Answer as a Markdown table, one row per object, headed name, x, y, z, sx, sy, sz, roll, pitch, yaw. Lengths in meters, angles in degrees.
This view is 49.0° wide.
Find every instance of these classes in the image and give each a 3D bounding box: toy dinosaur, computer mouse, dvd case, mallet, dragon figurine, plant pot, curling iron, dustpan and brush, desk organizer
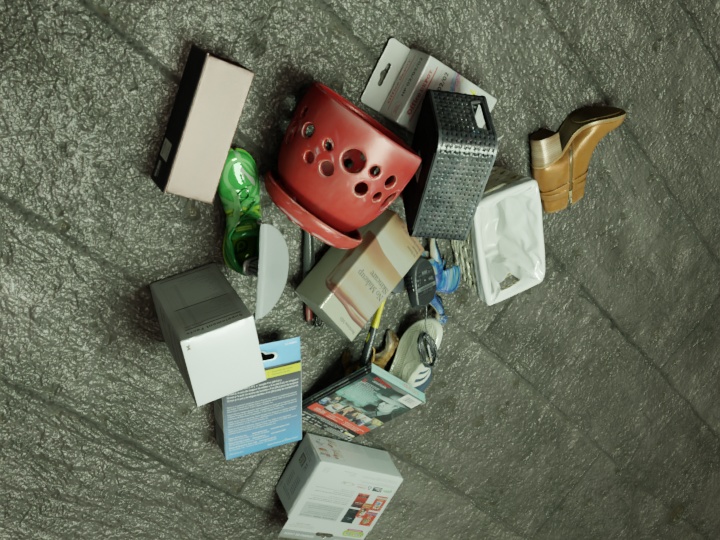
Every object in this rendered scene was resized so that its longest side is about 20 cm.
| name | x | y | z | sx | sy | sz | roll | pitch | yaw |
| --- | --- | --- | --- | --- | --- | --- | --- | --- | --- |
| toy dinosaur | 0.006 | 0.200 | 1.437 | 0.105 | 0.060 | 0.202 | 28 | 97 | -36 |
| computer mouse | 0.105 | 0.072 | 1.367 | 0.058 | 0.034 | 0.205 | -18 | 108 | -43 |
| dvd case | -0.003 | 0.239 | 1.407 | 0.199 | 0.022 | 0.145 | -32 | 131 | 33 |
| mallet | 0.031 | 0.092 | 1.365 | 0.041 | 0.065 | 0.204 | 16 | 84 | -34 |
| dragon figurine | 0.140 | 0.006 | 1.422 | 0.098 | 0.059 | 0.204 | 7 | 109 | -30 |
| plant pot | -0.036 | -0.151 | 1.178 | 0.199 | 0.201 | 0.184 | 29 | 105 | -34 |
| curling iron | -0.079 | 0.007 | 1.326 | 0.049 | 0.025 | 0.204 | -24 | 120 | -32 |
| dustpan and brush | -0.138 | -0.008 | 1.197 | 0.056 | 0.200 | 0.143 | 6 | 97 | 16 |
| desk organizer | -0.225 | -0.205 | 1.125 | 0.076 | 0.072 | 0.203 | 12 | 105 | -34 |

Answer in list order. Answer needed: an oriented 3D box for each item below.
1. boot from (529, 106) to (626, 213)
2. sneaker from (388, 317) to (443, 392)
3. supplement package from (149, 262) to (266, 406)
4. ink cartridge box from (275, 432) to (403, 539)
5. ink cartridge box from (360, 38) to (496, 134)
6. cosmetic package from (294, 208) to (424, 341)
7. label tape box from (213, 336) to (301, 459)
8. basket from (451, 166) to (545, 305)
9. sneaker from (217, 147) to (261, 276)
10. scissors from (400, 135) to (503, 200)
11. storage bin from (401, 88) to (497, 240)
| name | x | y | z | sx | sy | sz | roll | pitch | yaw |
| --- | --- | --- | --- | --- | --- | --- | --- | --- | --- |
| boot | 0.406 | -0.207 | 1.466 | 0.197 | 0.074 | 0.157 | -21 | 120 | -4 |
| sneaker | 0.110 | 0.168 | 1.467 | 0.083 | 0.075 | 0.202 | -3 | 131 | -44 |
| supplement package | -0.229 | 0.089 | 1.174 | 0.112 | 0.200 | 0.112 | -18 | 120 | -19 |
| ink cartridge box | -0.050 | 0.416 | 1.485 | 0.198 | 0.084 | 0.178 | 21 | 107 | -33 |
| ink cartridge box | 0.111 | -0.274 | 1.275 | 0.198 | 0.068 | 0.117 | 22 | 101 | -34 |
| cosmetic package | 0.000 | 0.000 | 1.308 | 0.201 | 0.087 | 0.103 | -51 | 128 | -10 |
| label tape box | -0.174 | 0.204 | 1.339 | 0.141 | 0.066 | 0.204 | -10 | 113 | -24 |
| basket | 0.236 | -0.067 | 1.402 | 0.133 | 0.123 | 0.203 | -22 | 120 | -17 |
| sneaker | -0.175 | -0.086 | 1.196 | 0.073 | 0.083 | 0.204 | -14 | 117 | -22 |
| scissors | 0.147 | -0.170 | 1.312 | 0.072 | 0.014 | 0.200 | 21 | 135 | -32 |
| storage bin | 0.131 | -0.159 | 1.215 | 0.092 | 0.137 | 0.202 | 4 | 136 | -10 |
